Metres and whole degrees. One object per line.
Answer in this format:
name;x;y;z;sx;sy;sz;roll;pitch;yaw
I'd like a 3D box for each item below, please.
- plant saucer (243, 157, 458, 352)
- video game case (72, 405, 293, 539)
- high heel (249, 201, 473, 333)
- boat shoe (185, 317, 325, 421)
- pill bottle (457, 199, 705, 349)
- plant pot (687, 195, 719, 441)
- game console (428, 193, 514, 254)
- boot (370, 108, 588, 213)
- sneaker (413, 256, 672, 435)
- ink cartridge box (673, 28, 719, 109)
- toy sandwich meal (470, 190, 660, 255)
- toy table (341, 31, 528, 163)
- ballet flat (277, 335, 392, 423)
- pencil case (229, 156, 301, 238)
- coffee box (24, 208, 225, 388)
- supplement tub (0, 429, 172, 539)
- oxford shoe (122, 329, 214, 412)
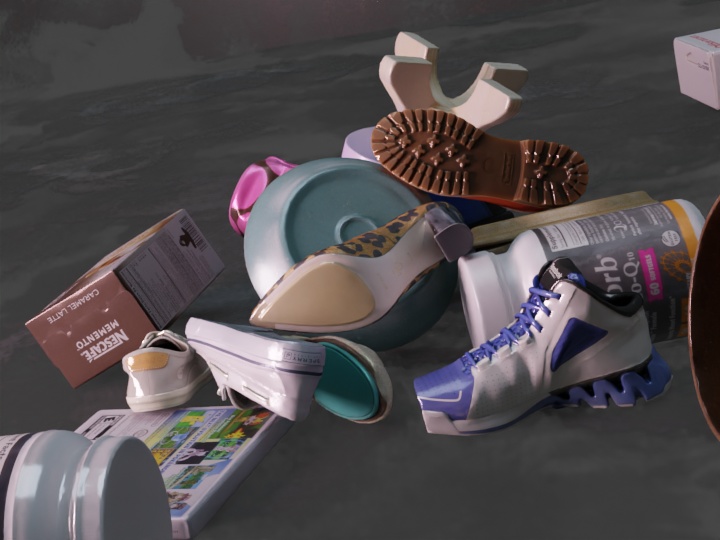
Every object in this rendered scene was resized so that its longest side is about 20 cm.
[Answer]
plant saucer;-0.004;-0.024;1.364;0.200;0.200;0.036;-18;-21;-22
video game case;-0.171;0.155;1.183;0.182;0.022;0.200;-4;17;21
high heel;0.000;0.000;1.298;0.200;0.071;0.143;-22;9;1
boat shoe;-0.095;0.079;1.231;0.074;0.067;0.200;10;0;-25
pill bottle;0.188;0.014;1.259;0.200;0.116;0.116;-12;17;-4
plant pot;0.353;0.034;1.036;0.200;0.187;0.187;2;15;-11
game console;0.086;-0.065;1.562;0.200;0.118;0.171;-22;9;-30
boot;0.103;-0.094;1.416;0.200;0.075;0.107;15;-6;-4
sneaker;0.135;0.051;1.170;0.199;0.115;0.081;-11;16;-2
ink cartridge box;0.549;-0.289;2.075;0.200;0.084;0.144;-12;18;-6
toy sandwich meal;0.190;-0.022;1.385;0.205;0.070;0.205;-12;0;0
toy table;0.083;-0.158;1.546;0.184;0.117;0.200;31;27;33
ballet flat;-0.023;0.080;1.266;0.062;0.068;0.200;-11;14;-36
pencil case;-0.035;-0.063;1.497;0.200;0.094;0.091;10;11;33
coffee box;-0.226;0.024;1.486;0.114;0.080;0.200;-31;9;22
supplement tub;-0.232;0.175;0.952;0.200;0.140;0.140;-7;17;12
oxford shoe;-0.170;0.079;1.340;0.075;0.058;0.200;-11;5;2
